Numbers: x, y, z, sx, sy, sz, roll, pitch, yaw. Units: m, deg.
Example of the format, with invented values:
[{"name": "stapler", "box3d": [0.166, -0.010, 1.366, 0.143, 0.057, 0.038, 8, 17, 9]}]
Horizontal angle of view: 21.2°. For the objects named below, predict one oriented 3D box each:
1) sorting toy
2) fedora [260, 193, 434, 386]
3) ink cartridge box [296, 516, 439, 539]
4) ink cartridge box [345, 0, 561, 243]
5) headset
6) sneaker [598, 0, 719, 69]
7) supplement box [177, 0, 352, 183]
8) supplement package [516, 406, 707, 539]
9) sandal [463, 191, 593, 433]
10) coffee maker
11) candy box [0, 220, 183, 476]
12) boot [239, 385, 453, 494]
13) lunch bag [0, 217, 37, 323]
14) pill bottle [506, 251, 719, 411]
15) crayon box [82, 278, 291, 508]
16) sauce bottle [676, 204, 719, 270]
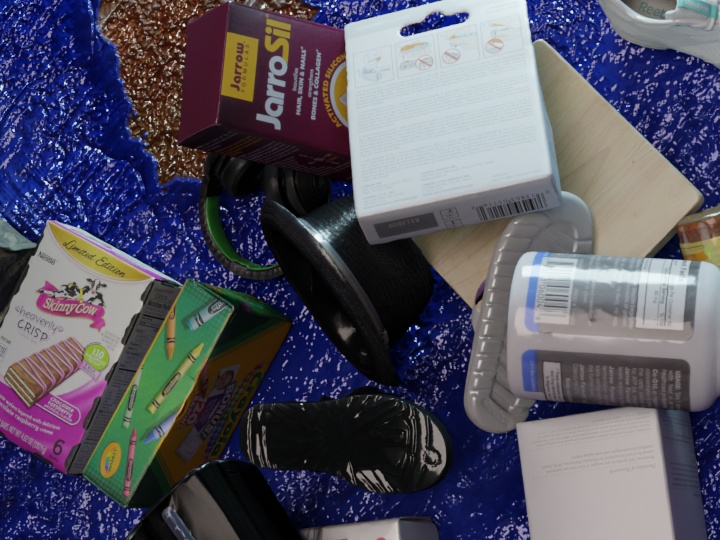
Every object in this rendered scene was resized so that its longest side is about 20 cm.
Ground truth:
[{"name": "sorting toy", "box3d": [0.158, -0.051, 1.615, 0.200, 0.070, 0.199, -47, 68, 12]}, {"name": "fedora", "box3d": [0.000, 0.000, 1.627, 0.091, 0.201, 0.201, -37, 68, -11]}, {"name": "ink cartridge box", "box3d": [-0.033, 0.293, 1.643, 0.199, 0.083, 0.148, -11, 78, 22]}, {"name": "ink cartridge box", "box3d": [0.071, -0.128, 1.562, 0.159, 0.047, 0.201, -12, 56, 12]}, {"name": "headset", "box3d": [-0.073, -0.091, 1.734, 0.123, 0.094, 0.201, 24, 108, 25]}, {"name": "sneaker", "box3d": [0.287, -0.206, 1.569, 0.199, 0.088, 0.076, 11, 86, 24]}, {"name": "supplement box", "box3d": [-0.048, -0.148, 1.639, 0.085, 0.199, 0.111, -15, 67, 60]}, {"name": "supplement package", "box3d": [0.207, 0.216, 1.528, 0.119, 0.121, 0.202, -11, 78, 21]}, {"name": "sandal", "box3d": [0.124, 0.029, 1.550, 0.050, 0.082, 0.204, 9, 76, 67]}, {"name": "coffee maker", "box3d": [-0.075, 0.254, 1.566, 0.191, 0.135, 0.200, -33, 68, -9]}, {"name": "candy box", "box3d": [-0.268, 0.073, 1.788, 0.136, 0.061, 0.201, 26, 93, 25]}, {"name": "boot", "box3d": [0.021, 0.137, 1.589, 0.199, 0.168, 0.077, 1, 90, 32]}, {"name": "lunch bag", "box3d": [-0.432, 0.018, 1.839, 0.164, 0.117, 0.201, 35, 103, 23]}, {"name": "pill bottle", "box3d": [0.216, 0.047, 1.454, 0.198, 0.114, 0.115, 4, 84, 13]}, {"name": "crayon box", "box3d": [-0.152, 0.112, 1.701, 0.058, 0.119, 0.201, 31, 96, 24]}, {"name": "sauce bottle", "box3d": [0.307, 0.047, 1.517, 0.066, 0.066, 0.201, -17, 93, 20]}]
